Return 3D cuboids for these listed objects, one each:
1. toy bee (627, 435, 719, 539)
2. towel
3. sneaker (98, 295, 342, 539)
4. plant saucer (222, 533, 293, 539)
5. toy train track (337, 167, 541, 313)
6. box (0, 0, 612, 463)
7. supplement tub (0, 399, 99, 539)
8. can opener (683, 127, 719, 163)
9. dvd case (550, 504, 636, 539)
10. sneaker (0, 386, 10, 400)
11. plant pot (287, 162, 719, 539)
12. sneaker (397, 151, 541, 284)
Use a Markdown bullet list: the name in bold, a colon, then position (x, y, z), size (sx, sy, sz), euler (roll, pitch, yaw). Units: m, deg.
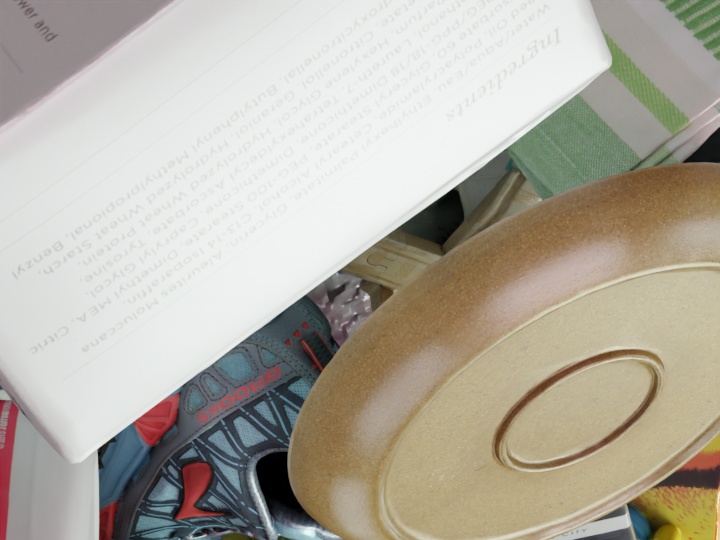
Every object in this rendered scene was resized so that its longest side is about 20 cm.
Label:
- **toy bee**: position (0.138, 0.122, 1.296), size (0.201, 0.108, 0.131), euler (100, 12, -47)
- **towel**: position (0.108, -0.122, 1.017), size (0.200, 0.153, 0.023), euler (-38, 158, -5)
- **sneaker**: position (-0.046, 0.076, 1.078), size (0.079, 0.095, 0.200), euler (-45, 168, -28)
- **plant saucer**: position (0.002, 0.145, 1.270), size (0.199, 0.031, 0.201), euler (-22, 137, -22)
- **toy train track**: position (0.000, 0.000, 1.083), size (0.199, 0.033, 0.115), euler (19, 131, -28)
- **box**: position (-0.071, -0.092, 0.855), size (0.200, 0.199, 0.131), euler (-37, 140, -5)
- **supplement tub**: position (-0.185, 0.108, 0.945), size (0.199, 0.141, 0.141), euler (2, 131, -3)
- **can opener**: position (0.083, -0.065, 1.037), size (0.199, 0.079, 0.064), euler (4, 125, 3)
- **dvd case**: position (0.047, 0.148, 1.208), size (0.148, 0.016, 0.200), euler (-12, 148, 7)
- **sneaker**: position (-0.095, -0.023, 1.006), size (0.200, 0.081, 0.147), euler (-34, 149, -14)
- **plant pot**: position (0.070, 0.041, 1.014), size (0.199, 0.028, 0.200), euler (-20, 148, -13)
- **sneaker**: position (0.065, -0.061, 1.100), size (0.080, 0.071, 0.201), euler (-3, 128, -34)
